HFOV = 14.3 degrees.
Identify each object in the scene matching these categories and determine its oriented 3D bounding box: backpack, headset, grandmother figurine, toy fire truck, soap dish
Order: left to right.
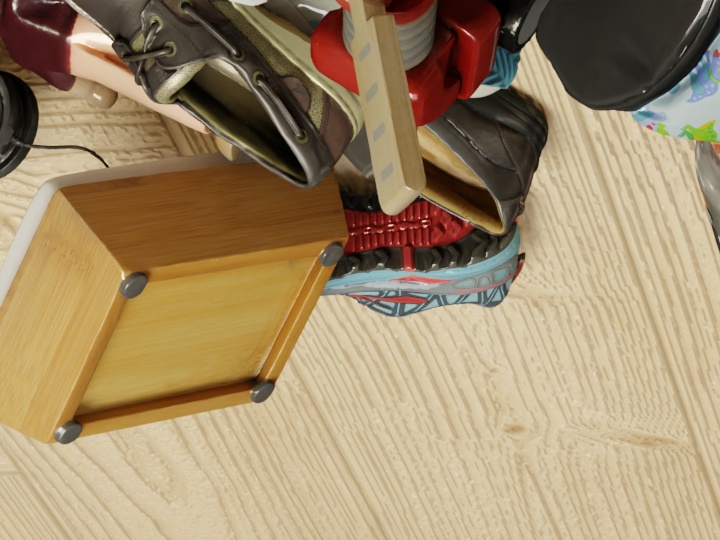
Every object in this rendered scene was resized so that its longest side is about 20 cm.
[{"bbox_3d":[-0.228,-0.075,1.620,0.199,0.094,0.123,26,180,9],"label":"headset"},{"bbox_3d":[-0.154,-0.127,1.567,0.199,0.061,0.122,19,138,8],"label":"grandmother figurine"},{"bbox_3d":[-0.108,0.014,1.594,0.199,0.081,0.158,-9,138,-43],"label":"soap dish"},{"bbox_3d":[0.024,-0.116,1.375,0.128,0.200,0.176,31,154,13],"label":"toy fire truck"},{"bbox_3d":[0.217,-0.133,1.414,0.199,0.154,0.163,-12,152,-39],"label":"backpack"}]

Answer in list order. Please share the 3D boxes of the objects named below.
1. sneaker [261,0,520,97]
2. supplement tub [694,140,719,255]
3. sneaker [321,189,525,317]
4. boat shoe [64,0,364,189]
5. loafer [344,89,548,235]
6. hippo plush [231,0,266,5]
[{"bbox_3d":[-0.009,-0.145,1.528,0.199,0.077,0.081,24,151,-9],"label":"sneaker"},{"bbox_3d":[0.251,-0.037,1.571,0.122,0.123,0.200,-2,144,17],"label":"supplement tub"},{"bbox_3d":[0.000,0.000,1.730,0.199,0.080,0.096,1,148,13],"label":"sneaker"},{"bbox_3d":[-0.087,-0.116,1.479,0.199,0.065,0.073,31,146,-7],"label":"boat shoe"},{"bbox_3d":[0.013,-0.086,1.602,0.199,0.073,0.073,21,146,-16],"label":"loafer"},{"bbox_3d":[-0.123,-0.189,1.395,0.160,0.200,0.160,-11,120,41],"label":"hippo plush"}]
